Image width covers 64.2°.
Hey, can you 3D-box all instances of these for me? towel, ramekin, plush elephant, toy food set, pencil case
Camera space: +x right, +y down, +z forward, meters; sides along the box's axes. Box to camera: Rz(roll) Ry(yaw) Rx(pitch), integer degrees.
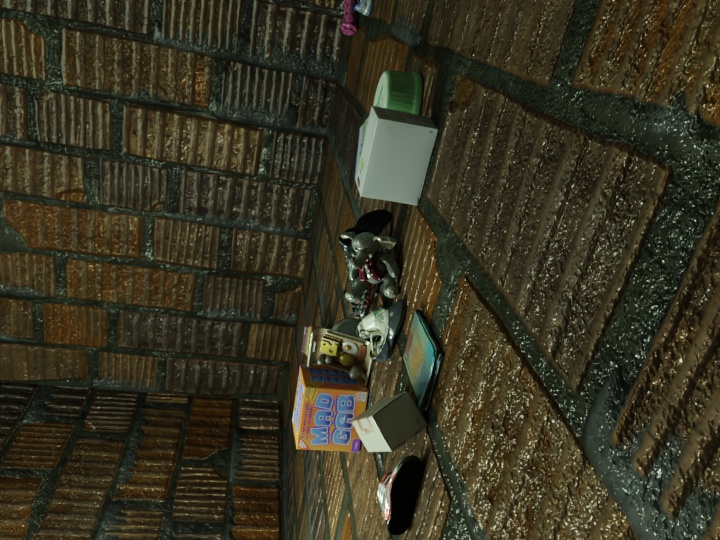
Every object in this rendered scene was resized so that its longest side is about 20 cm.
[{"bbox_3d":[0.132,0.194,1.272,0.200,0.021,0.148,-108,28,-64],"label":"towel"},{"bbox_3d":[0.098,-0.460,1.608,0.200,0.097,0.203,-173,90,-78],"label":"ramekin"},{"bbox_3d":[0.023,-0.032,1.555,0.155,0.163,0.202,46,-127,-45],"label":"plush elephant"},{"bbox_3d":[-0.062,0.265,1.745,0.061,0.198,0.145,-61,-16,-56],"label":"toy food set"},{"bbox_3d":[-0.054,-1.252,2.804,0.093,0.090,0.202,-11,66,40],"label":"pencil case"}]

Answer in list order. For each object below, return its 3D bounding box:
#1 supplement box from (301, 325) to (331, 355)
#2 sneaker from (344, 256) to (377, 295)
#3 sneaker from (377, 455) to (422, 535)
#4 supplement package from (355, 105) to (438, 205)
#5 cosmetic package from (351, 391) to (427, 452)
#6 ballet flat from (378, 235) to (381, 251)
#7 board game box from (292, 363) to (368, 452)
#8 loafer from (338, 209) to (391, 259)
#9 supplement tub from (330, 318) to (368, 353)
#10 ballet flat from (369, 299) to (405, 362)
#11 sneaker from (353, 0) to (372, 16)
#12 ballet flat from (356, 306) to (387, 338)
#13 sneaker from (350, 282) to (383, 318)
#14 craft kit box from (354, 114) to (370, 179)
[{"bbox_3d":[-0.200,0.319,2.586,0.200,0.102,0.133,164,112,-76],"label":"supplement box"},{"bbox_3d":[0.000,0.000,1.767,0.074,0.079,0.202,-149,46,-81],"label":"sneaker"},{"bbox_3d":[0.080,0.464,1.259,0.108,0.066,0.204,-118,33,-65],"label":"sneaker"},{"bbox_3d":[0.085,-0.286,1.433,0.111,0.154,0.202,-105,25,-60],"label":"supplement package"},{"bbox_3d":[0.060,0.342,1.284,0.088,0.103,0.200,58,158,8],"label":"cosmetic package"},{"bbox_3d":[0.034,-0.032,1.810,0.063,0.068,0.201,-56,-7,-43],"label":"ballet flat"},{"bbox_3d":[-0.100,0.430,1.815,0.200,0.198,0.202,-134,51,-75],"label":"board game box"},{"bbox_3d":[0.015,-0.109,1.683,0.073,0.199,0.073,37,149,32],"label":"loafer"},{"bbox_3d":[-0.052,0.235,1.883,0.200,0.121,0.124,126,148,-68],"label":"supplement tub"},{"bbox_3d":[0.064,0.160,1.504,0.073,0.072,0.202,-101,21,-55],"label":"ballet flat"},{"bbox_3d":[0.016,-1.196,2.436,0.077,0.084,0.203,-151,68,-77],"label":"sneaker"},{"bbox_3d":[0.031,0.158,1.657,0.200,0.073,0.075,119,155,-64],"label":"ballet flat"},{"bbox_3d":[0.026,0.045,1.689,0.070,0.097,0.203,-1,77,43],"label":"sneaker"},{"bbox_3d":[0.026,-0.445,2.078,0.197,0.048,0.203,164,112,-80],"label":"craft kit box"}]
